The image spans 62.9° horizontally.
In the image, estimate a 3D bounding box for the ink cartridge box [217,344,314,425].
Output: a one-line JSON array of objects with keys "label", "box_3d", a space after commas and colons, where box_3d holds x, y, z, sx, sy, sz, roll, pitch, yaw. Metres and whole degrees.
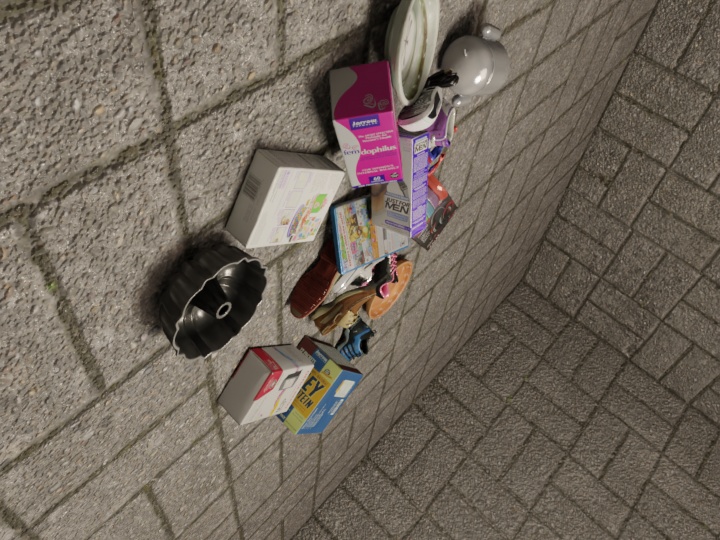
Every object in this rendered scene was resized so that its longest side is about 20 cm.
[{"label": "ink cartridge box", "box_3d": [-0.211, 0.257, 1.349, 0.150, 0.085, 0.199, -58, 157, 10]}]

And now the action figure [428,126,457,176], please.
[{"label": "action figure", "box_3d": [0.153, -0.262, 1.306, 0.051, 0.065, 0.203, -22, -147, 59]}]

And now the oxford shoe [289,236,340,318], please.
[{"label": "oxford shoe", "box_3d": [-0.080, 0.022, 1.294, 0.202, 0.070, 0.075, -53, 164, 0]}]

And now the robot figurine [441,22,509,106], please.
[{"label": "robot figurine", "box_3d": [0.240, -0.426, 1.227, 0.198, 0.112, 0.174, -25, 140, -51]}]

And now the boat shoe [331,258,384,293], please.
[{"label": "boat shoe", "box_3d": [0.000, 0.000, 1.370, 0.073, 0.066, 0.200, -32, -168, 48]}]

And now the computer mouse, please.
[{"label": "computer mouse", "box_3d": [0.117, -0.305, 1.084, 0.045, 0.107, 0.202, 61, 36, -32]}]

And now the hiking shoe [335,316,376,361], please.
[{"label": "hiking shoe", "box_3d": [-0.023, 0.230, 1.703, 0.074, 0.086, 0.204, -28, 147, -46]}]

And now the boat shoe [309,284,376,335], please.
[{"label": "boat shoe", "box_3d": [-0.035, 0.096, 1.380, 0.198, 0.076, 0.075, -30, 171, 39]}]

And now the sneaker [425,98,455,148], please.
[{"label": "sneaker", "box_3d": [0.124, -0.265, 1.229, 0.072, 0.113, 0.204, -12, 136, -61]}]

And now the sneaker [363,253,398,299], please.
[{"label": "sneaker", "box_3d": [0.071, -0.014, 1.524, 0.078, 0.095, 0.204, -23, 142, -49]}]

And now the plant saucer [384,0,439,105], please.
[{"label": "plant saucer", "box_3d": [0.081, -0.387, 0.994, 0.200, 0.049, 0.207, 16, 89, -73]}]

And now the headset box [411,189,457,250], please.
[{"label": "headset box", "box_3d": [0.173, -0.150, 1.558, 0.150, 0.074, 0.199, -54, 159, 4]}]

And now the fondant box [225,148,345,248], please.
[{"label": "fondant box", "box_3d": [-0.123, -0.121, 1.000, 0.198, 0.058, 0.147, -11, 133, -59]}]

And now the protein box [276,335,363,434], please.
[{"label": "protein box", "box_3d": [-0.121, 0.304, 1.540, 0.201, 0.134, 0.200, -53, 159, -1]}]

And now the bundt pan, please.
[{"label": "bundt pan", "box_3d": [-0.246, 0.044, 0.960, 0.202, 0.075, 0.204, -45, 157, -24]}]

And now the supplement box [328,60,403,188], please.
[{"label": "supplement box", "box_3d": [0.013, -0.240, 0.998, 0.098, 0.107, 0.201, -7, 155, 7]}]

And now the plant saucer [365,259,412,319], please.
[{"label": "plant saucer", "box_3d": [0.078, 0.049, 1.714, 0.200, 0.037, 0.202, -45, 158, -23]}]

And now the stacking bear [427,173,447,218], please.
[{"label": "stacking bear", "box_3d": [0.101, -0.140, 1.380, 0.200, 0.114, 0.121, -47, 171, 2]}]

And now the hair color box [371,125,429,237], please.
[{"label": "hair color box", "box_3d": [0.077, -0.181, 1.181, 0.064, 0.107, 0.206, -28, 128, -42]}]

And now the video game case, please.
[{"label": "video game case", "box_3d": [0.024, -0.092, 1.270, 0.196, 0.018, 0.148, -23, 117, -34]}]
